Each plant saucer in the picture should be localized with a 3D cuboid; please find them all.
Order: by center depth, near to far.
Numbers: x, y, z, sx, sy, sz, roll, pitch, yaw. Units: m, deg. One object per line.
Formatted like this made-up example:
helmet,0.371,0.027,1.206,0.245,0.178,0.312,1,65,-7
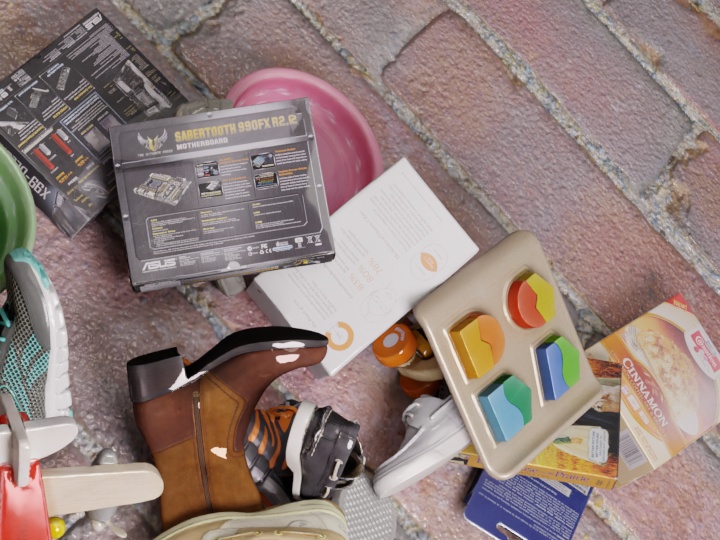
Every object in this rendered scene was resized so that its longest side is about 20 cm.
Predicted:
plant saucer,-0.072,-0.122,1.650,0.200,0.051,0.201,16,57,-26

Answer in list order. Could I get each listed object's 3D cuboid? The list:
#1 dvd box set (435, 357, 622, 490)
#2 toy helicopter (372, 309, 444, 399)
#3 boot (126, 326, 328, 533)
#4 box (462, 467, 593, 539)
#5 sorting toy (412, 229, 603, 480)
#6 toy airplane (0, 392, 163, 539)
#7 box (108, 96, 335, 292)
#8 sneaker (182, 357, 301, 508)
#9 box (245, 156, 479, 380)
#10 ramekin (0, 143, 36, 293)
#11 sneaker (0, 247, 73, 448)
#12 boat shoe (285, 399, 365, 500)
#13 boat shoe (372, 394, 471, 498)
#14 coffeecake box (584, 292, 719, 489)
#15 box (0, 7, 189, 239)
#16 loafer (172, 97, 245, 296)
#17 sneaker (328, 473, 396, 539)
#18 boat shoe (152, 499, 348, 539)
dvd box set,0.179,0.149,1.633,0.199,0.029,0.147,10,56,-1
toy helicopter,0.084,0.033,1.632,0.079,0.132,0.201,51,23,-38
boot,-0.104,0.160,1.380,0.187,0.068,0.201,-14,101,-12
box,0.189,0.225,1.637,0.121,0.032,0.200,33,50,0
sorting toy,0.158,0.082,1.542,0.185,0.036,0.201,-35,103,-36
toy airplane,-0.293,0.197,1.273,0.200,0.141,0.199,43,81,-24
box,-0.134,-0.073,1.471,0.199,0.048,0.159,-10,80,-6
sneaker,-0.112,0.145,1.473,0.200,0.077,0.112,53,44,-12
box,0.000,0.000,1.548,0.200,0.097,0.125,-39,90,-12
ramekin,-0.399,-0.038,1.354,0.199,0.098,0.201,16,58,-27
sneaker,-0.302,0.078,1.319,0.091,0.201,0.078,-12,28,-24
boat shoe,-0.025,0.171,1.381,0.060,0.200,0.074,17,67,10
boat shoe,0.080,0.156,1.547,0.200,0.072,0.069,-34,79,-23
coffeecake box,0.335,0.137,1.769,0.200,0.073,0.154,-26,81,-40
box,-0.277,-0.151,1.528,0.158,0.050,0.200,45,50,-6
loafer,-0.138,-0.075,1.536,0.069,0.070,0.201,-12,97,-12
sneaker,-0.023,0.272,1.462,0.078,0.079,0.200,45,25,-9
boat shoe,-0.106,0.257,1.356,0.199,0.066,0.074,-16,116,-3
